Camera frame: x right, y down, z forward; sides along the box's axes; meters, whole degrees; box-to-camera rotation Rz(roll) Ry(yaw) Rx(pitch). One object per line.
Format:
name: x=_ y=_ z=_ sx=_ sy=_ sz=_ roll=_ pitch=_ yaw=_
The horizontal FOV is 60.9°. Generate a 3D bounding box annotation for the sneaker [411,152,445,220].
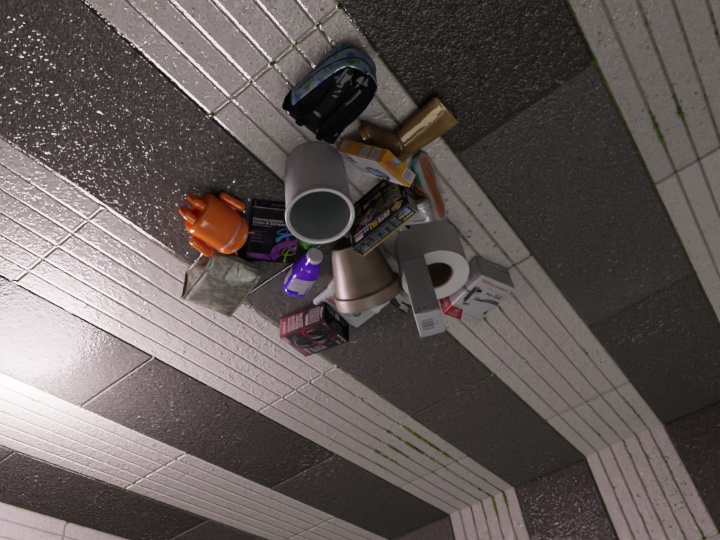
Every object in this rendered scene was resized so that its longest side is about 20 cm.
sneaker: x=0.163 y=-0.219 z=1.637 sx=0.079 sy=0.072 sz=0.202 roll=1 pitch=127 yaw=35

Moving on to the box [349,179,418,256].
box: x=0.053 y=-0.155 z=1.619 sx=0.199 sy=0.161 sz=0.049 roll=-38 pitch=130 yaw=25

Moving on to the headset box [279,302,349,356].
headset box: x=-0.157 y=0.197 z=1.980 sx=0.198 sy=0.076 sz=0.149 roll=-21 pitch=138 yaw=23

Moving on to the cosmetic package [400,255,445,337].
cosmetic package: x=0.165 y=0.066 z=1.634 sx=0.073 sy=0.202 sz=0.102 roll=-14 pitch=137 yaw=5

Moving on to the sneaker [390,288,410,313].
sneaker: x=0.130 y=0.053 z=1.878 sx=0.116 sy=0.075 sz=0.200 roll=-55 pitch=157 yaw=-4

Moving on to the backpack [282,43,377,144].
backpack: x=-0.052 y=-0.406 z=1.375 sx=0.162 sy=0.155 sz=0.199 roll=29 pitch=146 yaw=-30

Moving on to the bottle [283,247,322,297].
bottle: x=-0.163 y=0.006 z=1.780 sx=0.082 sy=0.066 sz=0.200 roll=6 pitch=148 yaw=-21

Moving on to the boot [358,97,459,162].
boot: x=0.116 y=-0.358 z=1.501 sx=0.199 sy=0.067 sz=0.174 roll=-36 pitch=139 yaw=23

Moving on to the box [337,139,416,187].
box: x=0.032 y=-0.268 z=1.506 sx=0.119 sy=0.199 sz=0.042 roll=32 pitch=88 yaw=-43

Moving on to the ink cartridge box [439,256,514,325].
ink cartridge box: x=0.369 y=0.068 z=1.957 sx=0.145 sy=0.083 sz=0.200 roll=20 pitch=129 yaw=-26

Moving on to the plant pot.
plant pot: x=0.000 y=0.000 z=1.728 sx=0.198 sy=0.200 sz=0.175 roll=-17 pitch=107 yaw=7

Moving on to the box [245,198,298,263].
box: x=-0.241 y=-0.105 z=1.704 sx=0.141 sy=0.036 sz=0.201 roll=3 pitch=133 yaw=-14

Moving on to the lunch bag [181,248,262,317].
lunch bag: x=-0.392 y=0.018 z=1.743 sx=0.163 sy=0.119 sz=0.200 roll=25 pitch=131 yaw=-30

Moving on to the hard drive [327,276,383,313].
hard drive: x=0.013 y=0.039 z=1.870 sx=0.199 sy=0.026 sz=0.133 roll=28 pitch=102 yaw=-33

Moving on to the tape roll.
tape roll: x=0.205 y=-0.031 z=1.786 sx=0.200 sy=0.140 sz=0.204 roll=-6 pitch=136 yaw=-6

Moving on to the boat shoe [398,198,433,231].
boat shoe: x=0.117 y=-0.141 z=1.657 sx=0.198 sy=0.072 sz=0.069 roll=-14 pitch=106 yaw=41

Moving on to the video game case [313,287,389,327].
video game case: x=-0.019 y=0.090 z=1.951 sx=0.182 sy=0.024 sz=0.199 roll=-39 pitch=129 yaw=26

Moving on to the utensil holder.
utensil holder: x=-0.106 y=-0.197 z=1.519 sx=0.167 sy=0.201 sz=0.171 roll=-5 pitch=136 yaw=-4

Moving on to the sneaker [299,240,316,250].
sneaker: x=-0.099 y=-0.119 z=1.681 sx=0.074 sy=0.084 sz=0.200 roll=28 pitch=125 yaw=-33

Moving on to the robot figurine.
robot figurine: x=-0.375 y=-0.122 z=1.605 sx=0.116 sy=0.145 sz=0.199 roll=-17 pitch=139 yaw=39
